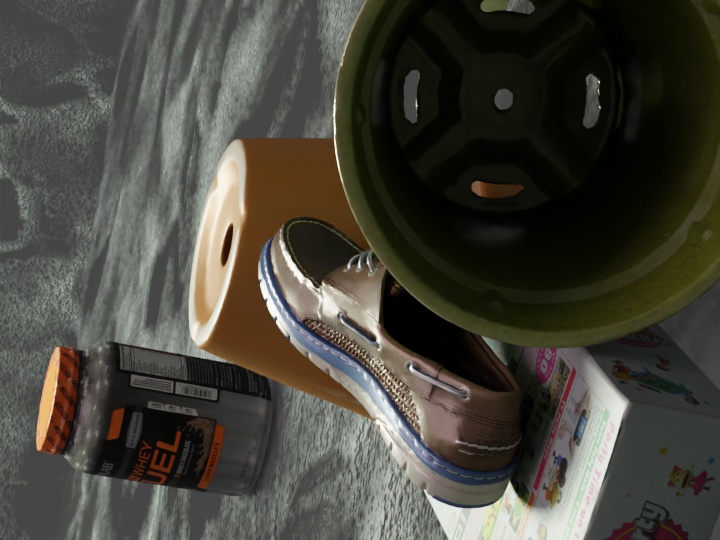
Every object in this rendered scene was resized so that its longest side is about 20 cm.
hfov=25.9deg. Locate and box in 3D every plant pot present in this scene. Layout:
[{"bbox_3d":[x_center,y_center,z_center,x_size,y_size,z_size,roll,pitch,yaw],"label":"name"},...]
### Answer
[{"bbox_3d":[0.082,-0.080,0.762,0.184,0.199,0.202,-110,34,-79],"label":"plant pot"},{"bbox_3d":[0.000,0.000,0.941,0.200,0.182,0.201,-168,90,-73],"label":"plant pot"}]

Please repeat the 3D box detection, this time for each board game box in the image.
[{"bbox_3d":[0.100,0.091,0.766,0.200,0.064,0.148,-117,41,-66],"label":"board game box"}]

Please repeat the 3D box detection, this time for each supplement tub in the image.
[{"bbox_3d":[-0.190,0.134,1.442,0.122,0.199,0.123,-169,90,-74],"label":"supplement tub"}]

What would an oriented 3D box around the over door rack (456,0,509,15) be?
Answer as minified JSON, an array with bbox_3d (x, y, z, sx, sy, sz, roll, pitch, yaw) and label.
[{"bbox_3d":[0.114,-0.238,0.898,0.200,0.066,0.148,-66,-2,-60],"label":"over door rack"}]

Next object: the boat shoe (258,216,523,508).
[{"bbox_3d":[0.020,0.025,0.778,0.200,0.072,0.073,46,129,36],"label":"boat shoe"}]
